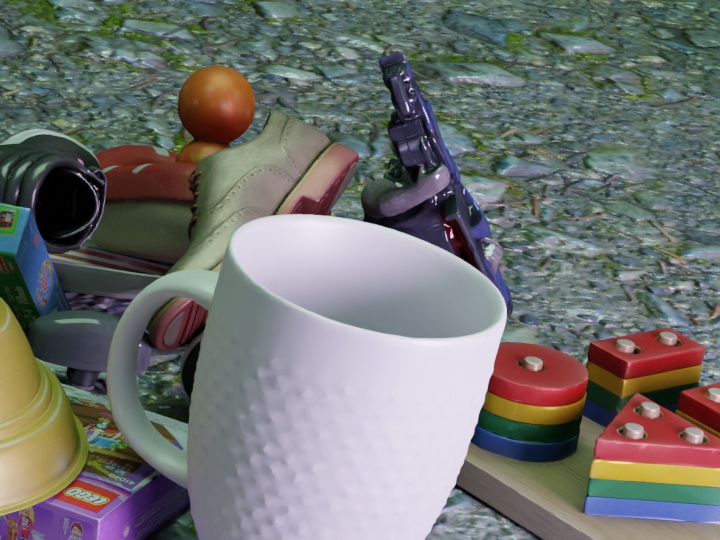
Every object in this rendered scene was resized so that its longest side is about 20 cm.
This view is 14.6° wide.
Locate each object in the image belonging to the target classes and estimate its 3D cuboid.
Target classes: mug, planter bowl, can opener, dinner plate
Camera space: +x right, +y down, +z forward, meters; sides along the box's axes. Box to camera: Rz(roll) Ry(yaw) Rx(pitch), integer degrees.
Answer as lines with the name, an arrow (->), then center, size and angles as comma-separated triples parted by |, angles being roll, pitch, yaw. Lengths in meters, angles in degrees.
mug -> -0.040, 0.072, 1.459 | 0.199, 0.176, 0.148 | 21, 22, 15
planter bowl -> -0.239, 0.050, 1.474 | 0.200, 0.084, 0.201 | 7, 23, -3
can opener -> -0.222, 0.038, 1.648 | 0.199, 0.067, 0.053 | 13, 19, -7
dinner plate -> -0.205, -0.006, 1.783 | 0.199, 0.024, 0.200 | 10, 1, 0

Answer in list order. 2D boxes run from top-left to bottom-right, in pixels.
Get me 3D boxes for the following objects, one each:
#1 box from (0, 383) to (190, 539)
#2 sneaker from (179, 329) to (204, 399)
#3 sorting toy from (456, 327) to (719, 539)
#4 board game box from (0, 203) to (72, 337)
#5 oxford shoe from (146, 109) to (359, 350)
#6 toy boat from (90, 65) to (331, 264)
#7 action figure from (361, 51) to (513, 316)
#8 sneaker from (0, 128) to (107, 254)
box -> -0.199, 0.099, 1.533 | 0.199, 0.039, 0.137 | 17, 22, 19
sneaker -> -0.038, 0.085, 1.596 | 0.200, 0.072, 0.083 | 23, 26, 34
sorting toy -> 0.162, 0.097, 1.653 | 0.198, 0.070, 0.200 | -8, 27, -39
board game box -> -0.282, -0.011, 1.672 | 0.199, 0.037, 0.151 | 12, -22, 9
oxford shoe -> -0.082, -0.025, 1.697 | 0.075, 0.071, 0.200 | 36, 46, 9
toy boat -> -0.101, -0.069, 1.843 | 0.130, 0.131, 0.200 | 12, -5, -29
action figure -> 0.015, -0.026, 1.735 | 0.104, 0.201, 0.194 | -12, 26, 22
sneaker -> -0.188, -0.044, 1.728 | 0.099, 0.071, 0.200 | 14, 8, 23
